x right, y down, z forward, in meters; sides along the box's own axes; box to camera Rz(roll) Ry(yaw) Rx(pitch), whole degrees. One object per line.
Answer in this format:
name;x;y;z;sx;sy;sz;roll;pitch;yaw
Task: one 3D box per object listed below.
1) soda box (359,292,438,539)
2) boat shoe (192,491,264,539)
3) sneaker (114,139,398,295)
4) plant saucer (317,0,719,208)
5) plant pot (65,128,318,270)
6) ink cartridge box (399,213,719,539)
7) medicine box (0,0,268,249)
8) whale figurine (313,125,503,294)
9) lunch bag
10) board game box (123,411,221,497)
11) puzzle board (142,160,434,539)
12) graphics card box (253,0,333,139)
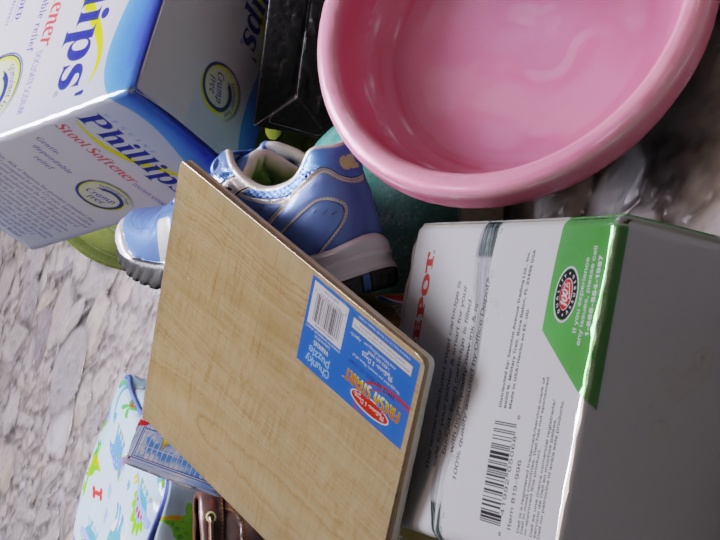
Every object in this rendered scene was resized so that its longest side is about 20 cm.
soda box;0.004;0.115;1.002;0.068;0.064;0.201;-127;39;-71
boat shoe;-0.094;0.237;1.242;0.070;0.070;0.201;173;107;-67
sneaker;-0.057;-0.028;1.018;0.199;0.076;0.077;1;102;45
plant saucer;0.076;-0.116;0.919;0.200;0.051;0.201;-13;61;24
plant pot;-0.101;-0.095;1.327;0.190;0.199;0.201;4;82;56
ink cartridge box;0.086;0.054;0.862;0.200;0.083;0.147;-176;97;-69
medicine box;-0.148;-0.131;1.188;0.199;0.103;0.183;-15;51;40
whale figurine;0.000;0.000;1.084;0.159;0.103;0.201;-108;37;-52
lunch bag;-0.142;0.176;1.381;0.200;0.082;0.161;-129;55;-64
board game box;-0.068;0.054;1.160;0.200;0.061;0.201;-32;-41;-76
puzzle board;-0.038;0.057;0.943;0.200;0.017;0.151;38;127;41
graphics card box;-0.013;-0.167;1.161;0.200;0.051;0.126;-61;-18;-67
